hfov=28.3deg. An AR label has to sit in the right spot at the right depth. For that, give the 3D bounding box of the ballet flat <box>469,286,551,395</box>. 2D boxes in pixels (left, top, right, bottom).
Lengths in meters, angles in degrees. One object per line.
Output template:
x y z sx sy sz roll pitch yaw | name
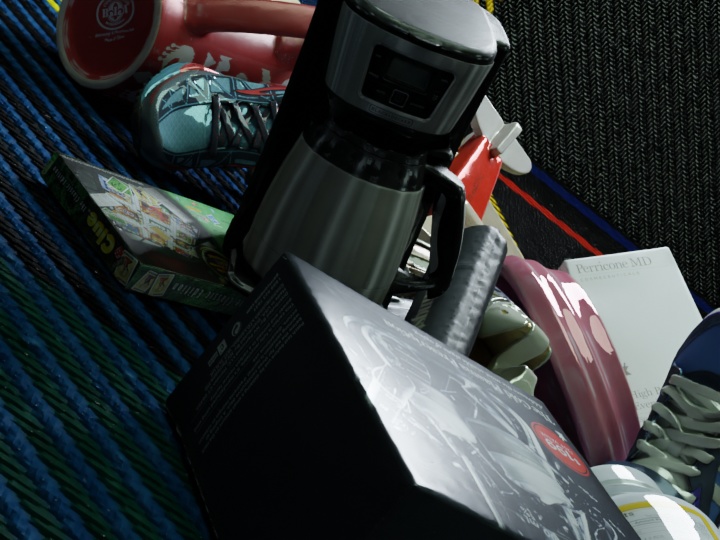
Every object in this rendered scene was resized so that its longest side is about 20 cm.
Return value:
0.088 0.068 0.911 0.072 0.072 0.201 37 39 -10 | ballet flat

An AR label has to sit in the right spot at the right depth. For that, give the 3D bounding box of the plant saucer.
0.151 0.080 1.035 0.201 0.051 0.201 159 -90 -86 | plant saucer

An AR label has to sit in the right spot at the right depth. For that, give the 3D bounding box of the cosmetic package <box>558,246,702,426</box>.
0.225 0.083 1.125 0.101 0.074 0.201 -8 57 -17 | cosmetic package

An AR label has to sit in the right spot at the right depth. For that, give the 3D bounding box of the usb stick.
0.049 0.035 0.898 0.033 0.055 0.200 63 31 -25 | usb stick

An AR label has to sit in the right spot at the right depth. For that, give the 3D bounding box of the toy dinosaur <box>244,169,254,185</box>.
-0.010 -0.046 1.186 0.200 0.088 0.047 39 -26 -13 | toy dinosaur

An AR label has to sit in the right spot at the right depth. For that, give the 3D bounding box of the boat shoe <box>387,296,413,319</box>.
0.040 0.052 0.999 0.200 0.072 0.068 12 35 -51 | boat shoe

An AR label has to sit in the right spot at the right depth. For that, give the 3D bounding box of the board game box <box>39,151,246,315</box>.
-0.106 -0.013 0.904 0.105 0.023 0.200 46 14 30 | board game box

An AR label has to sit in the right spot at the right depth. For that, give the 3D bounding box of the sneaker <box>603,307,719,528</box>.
0.199 0.125 0.915 0.080 0.201 0.146 27 21 28 | sneaker

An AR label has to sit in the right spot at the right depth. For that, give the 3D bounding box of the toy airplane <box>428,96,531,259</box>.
0.081 -0.078 1.389 0.199 0.141 0.201 7 65 -49 | toy airplane

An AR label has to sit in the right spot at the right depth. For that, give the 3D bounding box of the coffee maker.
-0.006 -0.089 0.899 0.134 0.201 0.192 11 24 -31 | coffee maker

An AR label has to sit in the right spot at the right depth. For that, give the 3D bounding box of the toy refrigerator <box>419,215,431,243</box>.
0.110 0.044 1.226 0.200 0.070 0.076 42 19 11 | toy refrigerator

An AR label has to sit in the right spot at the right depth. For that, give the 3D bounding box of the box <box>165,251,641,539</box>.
0.031 0.115 0.678 0.200 0.104 0.182 31 17 -34 | box

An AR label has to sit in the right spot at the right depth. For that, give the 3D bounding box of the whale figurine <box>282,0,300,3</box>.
-0.099 -0.206 1.467 0.159 0.103 0.201 18 50 -61 | whale figurine

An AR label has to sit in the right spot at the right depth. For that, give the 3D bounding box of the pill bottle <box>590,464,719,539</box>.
0.159 0.190 0.768 0.112 0.112 0.200 35 14 -20 | pill bottle

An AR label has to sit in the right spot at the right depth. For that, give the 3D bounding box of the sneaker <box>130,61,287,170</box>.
-0.076 -0.112 1.055 0.095 0.080 0.199 10 12 43 | sneaker

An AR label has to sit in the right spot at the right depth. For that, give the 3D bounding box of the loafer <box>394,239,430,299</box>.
0.000 0.000 1.090 0.199 0.072 0.063 30 32 -15 | loafer

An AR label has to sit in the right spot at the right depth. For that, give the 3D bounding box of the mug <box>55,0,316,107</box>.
-0.121 -0.189 1.139 0.200 0.177 0.134 12 44 -56 | mug
